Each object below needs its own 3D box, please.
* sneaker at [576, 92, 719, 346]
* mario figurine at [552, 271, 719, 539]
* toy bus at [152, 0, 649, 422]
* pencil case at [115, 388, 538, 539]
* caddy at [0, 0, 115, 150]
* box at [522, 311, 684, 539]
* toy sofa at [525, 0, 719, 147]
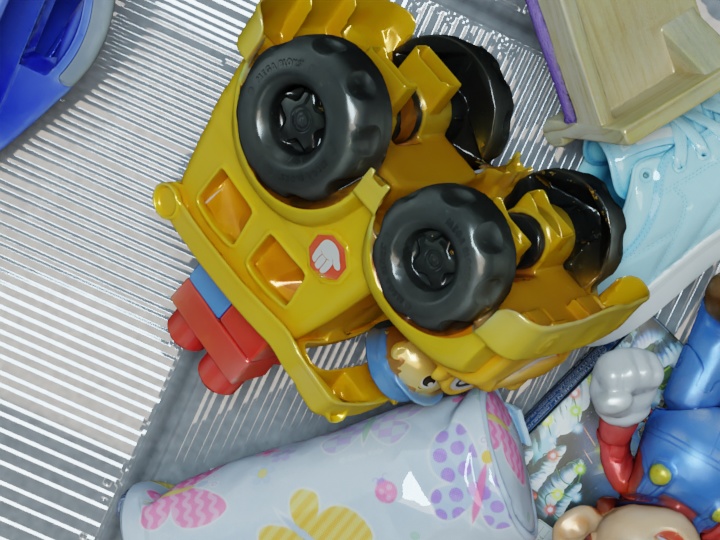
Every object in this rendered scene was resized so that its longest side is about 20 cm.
[{"bbox_3d":[0.153,-0.051,0.858,0.200,0.074,0.082,-47,131,5],"label":"sneaker"},{"bbox_3d":[0.157,0.106,0.834,0.123,0.106,0.200,28,89,29],"label":"mario figurine"},{"bbox_3d":[0.000,0.000,0.820,0.200,0.136,0.192,49,118,19],"label":"toy bus"},{"bbox_3d":[-0.014,0.117,0.866,0.199,0.091,0.083,-18,96,14],"label":"pencil case"},{"bbox_3d":[-0.159,-0.129,0.804,0.105,0.141,0.200,33,127,0],"label":"caddy"},{"bbox_3d":[0.165,0.133,0.915,0.200,0.040,0.137,43,96,-7],"label":"box"},{"bbox_3d":[0.092,-0.161,0.813,0.083,0.097,0.201,-31,113,-24],"label":"toy sofa"}]
